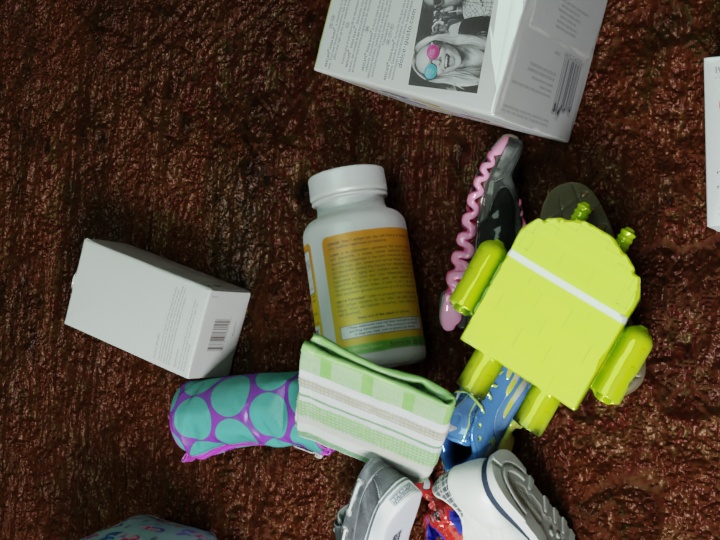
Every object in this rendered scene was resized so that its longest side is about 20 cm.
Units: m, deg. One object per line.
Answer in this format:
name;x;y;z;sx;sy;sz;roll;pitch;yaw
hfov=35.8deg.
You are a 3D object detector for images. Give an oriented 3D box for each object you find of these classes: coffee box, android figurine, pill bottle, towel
coffee box;0.104;-0.249;1.048;0.195;0.199;0.204;18;97;29
android figurine;0.172;0.038;0.999;0.180;0.041;0.202;29;92;16
pill bottle;0.000;0.000;1.147;0.109;0.111;0.204;-12;82;28
towel;0.011;0.130;1.037;0.147;0.201;0.031;21;60;6

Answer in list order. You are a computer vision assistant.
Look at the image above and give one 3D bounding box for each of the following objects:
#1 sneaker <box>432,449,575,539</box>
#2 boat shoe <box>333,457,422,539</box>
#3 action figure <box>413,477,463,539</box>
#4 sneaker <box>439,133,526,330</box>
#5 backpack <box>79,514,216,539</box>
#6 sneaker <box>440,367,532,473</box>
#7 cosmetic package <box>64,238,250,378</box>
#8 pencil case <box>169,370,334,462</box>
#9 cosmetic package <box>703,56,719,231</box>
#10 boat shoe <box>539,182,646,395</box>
sneaker;0.148;0.258;1.050;0.080;0.077;0.202;-25;105;28
boat shoe;0.004;0.266;1.126;0.068;0.071;0.202;40;139;25
action figure;0.099;0.288;1.091;0.065;0.098;0.201;-42;67;23
sneaker;0.141;-0.030;1.103;0.094;0.079;0.204;15;96;7
backpack;-0.222;0.362;1.224;0.197;0.177;0.154;15;100;25
sneaker;0.127;0.115;1.051;0.075;0.105;0.203;26;117;25
cosmetic package;-0.238;0.042;1.296;0.198;0.084;0.110;21;98;29
pencil case;-0.110;0.160;1.219;0.197;0.085;0.094;-7;78;29
cosmetic package;0.400;-0.116;0.961;0.197;0.051;0.154;-3;84;29
boat shoe;0.214;0.020;1.047;0.071;0.068;0.204;-16;81;10
